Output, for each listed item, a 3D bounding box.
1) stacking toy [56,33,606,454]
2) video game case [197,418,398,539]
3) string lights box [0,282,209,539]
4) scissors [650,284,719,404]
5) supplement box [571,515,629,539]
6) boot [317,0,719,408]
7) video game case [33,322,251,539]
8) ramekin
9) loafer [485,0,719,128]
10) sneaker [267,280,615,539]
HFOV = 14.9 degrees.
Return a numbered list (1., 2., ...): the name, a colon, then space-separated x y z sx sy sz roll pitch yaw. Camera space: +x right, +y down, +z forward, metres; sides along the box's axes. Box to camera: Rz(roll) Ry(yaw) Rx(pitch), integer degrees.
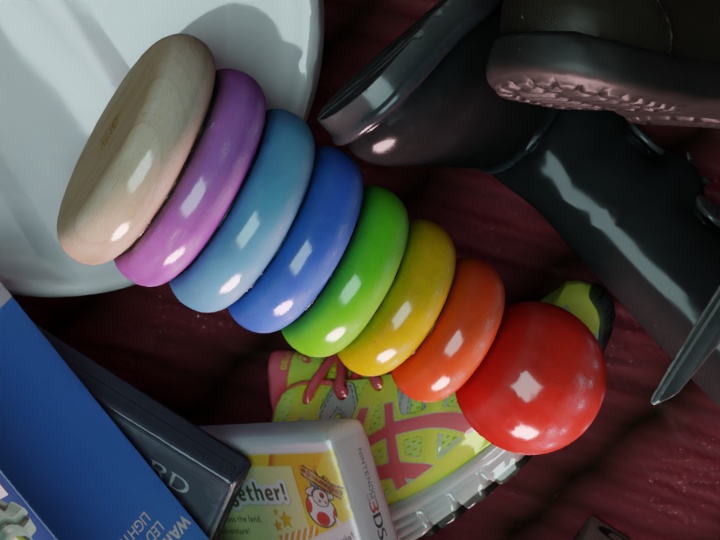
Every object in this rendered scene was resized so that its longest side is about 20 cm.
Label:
1. stacking toy: 0.000 0.000 0.947 0.200 0.085 0.085 28 106 -16
2. video game case: -0.046 0.147 1.042 0.200 0.023 0.182 -6 104 48
3. string lights box: -0.121 0.098 0.985 0.103 0.059 0.200 -30 103 41
4. scissors: 0.154 -0.042 0.913 0.200 0.014 0.073 -37 105 -12
5. supplement box: 0.082 0.215 1.064 0.126 0.074 0.200 35 106 2
6. boot: 0.086 -0.012 0.971 0.066 0.165 0.200 -38 94 27
7. video game case: -0.132 0.103 1.047 0.143 0.019 0.200 32 131 8
8. ramekin: -0.107 -0.096 1.018 0.202 0.094 0.203 2 103 8
9. loafer: 0.111 -0.085 0.916 0.073 0.200 0.072 5 91 29
10. sneaker: 0.007 0.057 1.042 0.200 0.078 0.090 -37 91 15
